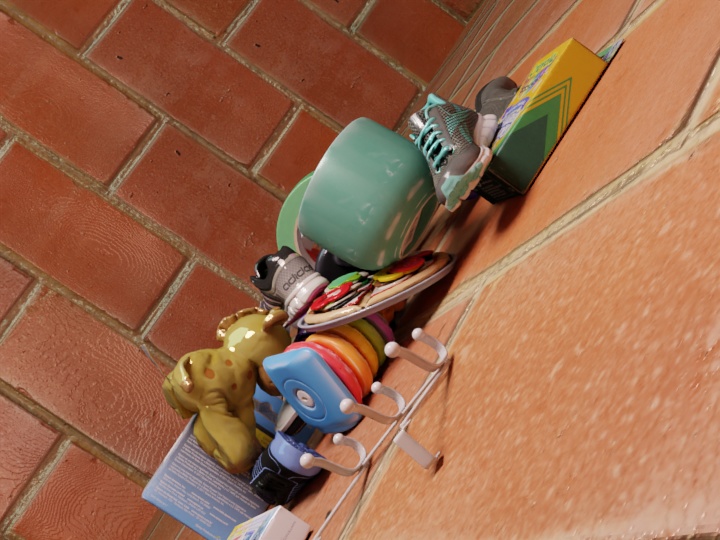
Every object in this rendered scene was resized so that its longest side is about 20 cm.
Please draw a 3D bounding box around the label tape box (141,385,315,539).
[{"bbox_3d":[-0.169,0.246,1.409,0.200,0.144,0.063,-56,4,-8],"label":"label tape box"}]

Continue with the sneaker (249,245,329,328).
[{"bbox_3d":[-0.099,0.021,1.374,0.074,0.088,0.200,-37,-3,-20],"label":"sneaker"}]

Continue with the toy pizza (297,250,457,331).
[{"bbox_3d":[0.016,0.015,1.242,0.199,0.032,0.200,-24,7,3],"label":"toy pizza"}]

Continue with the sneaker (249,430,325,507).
[{"bbox_3d":[-0.086,0.229,1.220,0.078,0.070,0.200,-60,-1,-10],"label":"sneaker"}]

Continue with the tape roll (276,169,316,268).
[{"bbox_3d":[-0.022,-0.055,1.581,0.201,0.200,0.048,-54,6,15],"label":"tape roll"}]

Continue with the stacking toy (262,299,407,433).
[{"bbox_3d":[-0.005,0.084,1.251,0.200,0.110,0.116,-47,16,-34],"label":"stacking toy"}]

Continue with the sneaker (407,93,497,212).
[{"bbox_3d":[0.087,-0.130,1.141,0.078,0.091,0.200,-57,7,25],"label":"sneaker"}]

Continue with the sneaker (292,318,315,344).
[{"bbox_3d":[-0.057,0.090,1.527,0.083,0.080,0.201,74,-153,-73],"label":"sneaker"}]

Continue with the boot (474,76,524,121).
[{"bbox_3d":[0.207,-0.218,1.383,0.130,0.068,0.200,-35,14,35],"label":"boot"}]

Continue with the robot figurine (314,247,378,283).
[{"bbox_3d":[-0.002,0.001,1.446,0.150,0.125,0.200,-50,1,2],"label":"robot figurine"}]

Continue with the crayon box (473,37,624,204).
[{"bbox_3d":[0.195,-0.173,1.183,0.200,0.051,0.126,-56,6,-6],"label":"crayon box"}]

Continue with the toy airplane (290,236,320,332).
[{"bbox_3d":[-0.045,0.012,1.708,0.199,0.141,0.200,-26,-31,-31],"label":"toy airplane"}]

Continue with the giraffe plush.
[{"bbox_3d":[-0.146,0.123,1.308,0.162,0.201,0.172,-37,26,-20],"label":"giraffe plush"}]

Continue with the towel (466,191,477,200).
[{"bbox_3d":[0.049,-0.110,1.404,0.147,0.050,0.200,-11,10,-36],"label":"towel"}]

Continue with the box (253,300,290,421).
[{"bbox_3d":[-0.130,0.165,1.505,0.159,0.048,0.201,-91,8,-68],"label":"box"}]

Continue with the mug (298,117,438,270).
[{"bbox_3d":[0.022,-0.076,1.214,0.152,0.114,0.185,-61,-14,3],"label":"mug"}]

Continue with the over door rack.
[{"bbox_3d":[0.007,0.141,0.906,0.148,0.066,0.200,-55,6,21],"label":"over door rack"}]

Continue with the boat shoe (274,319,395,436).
[{"bbox_3d":[-0.030,0.128,1.331,0.200,0.060,0.076,-54,18,0],"label":"boat shoe"}]

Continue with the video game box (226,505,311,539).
[{"bbox_3d":[-0.137,0.339,1.103,0.183,0.047,0.200,-61,7,-25],"label":"video game box"}]
